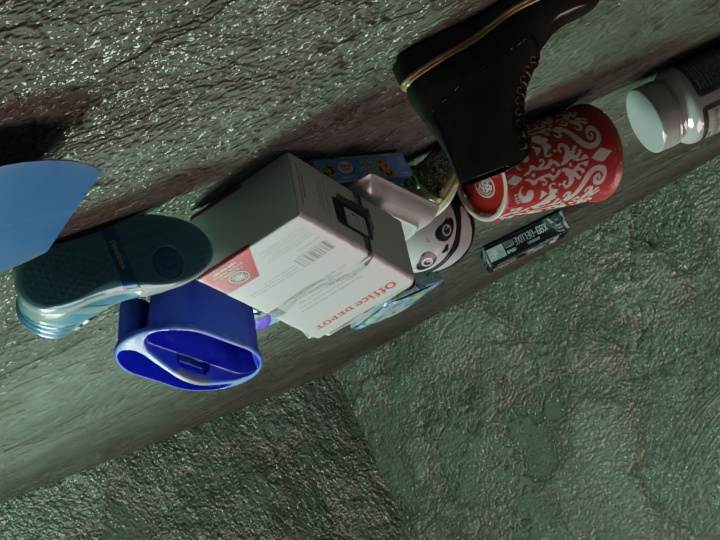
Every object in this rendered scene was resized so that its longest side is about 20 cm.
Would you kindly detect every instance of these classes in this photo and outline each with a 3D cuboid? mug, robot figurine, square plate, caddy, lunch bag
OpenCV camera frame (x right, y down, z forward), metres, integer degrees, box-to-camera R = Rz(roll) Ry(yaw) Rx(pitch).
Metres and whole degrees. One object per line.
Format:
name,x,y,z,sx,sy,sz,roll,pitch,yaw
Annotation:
mug,0.223,-0.128,1.771,0.199,0.134,0.177,-17,167,-34
robot figurine,0.087,-0.057,1.799,0.124,0.152,0.200,-14,177,17
square plate,-0.022,-0.035,1.539,0.197,0.029,0.200,-30,160,19
caddy,-0.215,0.092,1.668,0.141,0.106,0.199,-28,144,35
lunch bag,0.059,0.038,2.543,0.160,0.083,0.200,-21,171,-26

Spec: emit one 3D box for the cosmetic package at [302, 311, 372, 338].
cosmetic package,0.000,0.000,1.948,0.150,0.052,0.201,-14,144,-51

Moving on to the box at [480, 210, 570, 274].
box,0.371,-0.063,3.015,0.199,0.050,0.158,-26,173,-1

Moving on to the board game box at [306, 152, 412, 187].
board game box,-0.050,-0.082,1.517,0.151,0.037,0.200,-31,170,30

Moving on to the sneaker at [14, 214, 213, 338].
sneaker,-0.252,0.008,1.318,0.199,0.080,0.131,-11,165,-26

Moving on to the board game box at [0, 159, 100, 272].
board game box,-0.289,-0.045,0.979,0.157,0.039,0.200,-14,162,-37

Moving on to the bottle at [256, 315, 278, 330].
bottle,-0.086,0.026,2.028,0.199,0.066,0.084,-23,174,-19

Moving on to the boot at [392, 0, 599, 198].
boot,0.146,-0.167,1.190,0.199,0.139,0.077,-28,173,11

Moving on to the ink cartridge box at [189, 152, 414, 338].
ink cartridge box,-0.059,-0.021,1.405,0.145,0.084,0.199,-31,143,26

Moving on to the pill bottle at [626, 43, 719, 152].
pill bottle,0.482,-0.247,1.862,0.199,0.114,0.114,-24,173,-11

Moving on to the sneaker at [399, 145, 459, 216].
sneaker,0.043,-0.093,1.631,0.200,0.077,0.088,-43,135,13

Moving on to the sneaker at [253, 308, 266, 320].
sneaker,-0.166,0.041,1.787,0.199,0.078,0.086,-34,-168,-11
